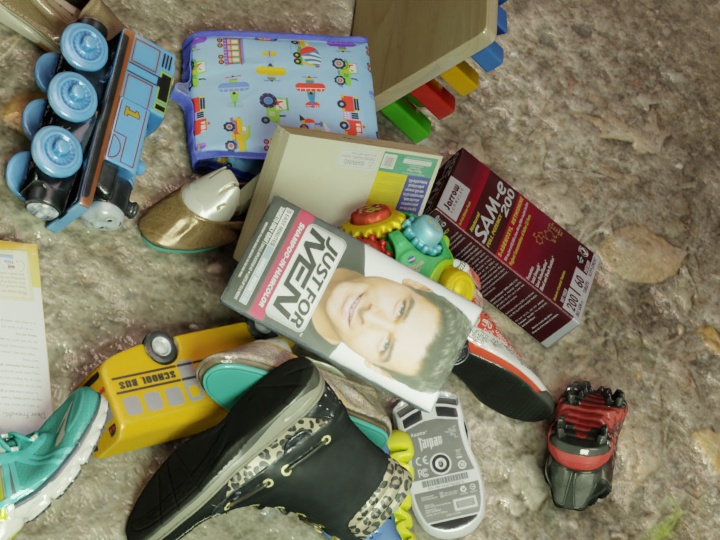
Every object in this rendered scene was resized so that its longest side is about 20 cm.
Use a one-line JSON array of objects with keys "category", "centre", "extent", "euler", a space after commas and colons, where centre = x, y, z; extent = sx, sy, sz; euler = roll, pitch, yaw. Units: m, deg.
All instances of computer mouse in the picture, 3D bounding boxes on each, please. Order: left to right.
[{"category": "computer mouse", "centre": [0.063, 0.151, 1.277], "extent": [0.108, 0.044, 0.203], "euler": [-10, 71, -4]}]

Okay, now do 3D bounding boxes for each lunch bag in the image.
[{"category": "lunch bag", "centre": [-0.090, -0.160, 1.358], "extent": [0.197, 0.094, 0.153], "euler": [7, 60, -23]}]

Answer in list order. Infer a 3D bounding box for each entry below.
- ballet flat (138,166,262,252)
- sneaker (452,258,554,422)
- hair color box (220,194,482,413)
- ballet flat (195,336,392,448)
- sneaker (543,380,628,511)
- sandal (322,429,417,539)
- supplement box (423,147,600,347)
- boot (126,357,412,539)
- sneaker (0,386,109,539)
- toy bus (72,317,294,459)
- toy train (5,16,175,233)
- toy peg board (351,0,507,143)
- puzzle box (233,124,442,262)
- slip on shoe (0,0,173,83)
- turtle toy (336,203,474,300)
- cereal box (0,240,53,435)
[{"category": "ballet flat", "centre": [-0.110, -0.062, 1.274], "extent": [0.198, 0.073, 0.068], "euler": [-4, 51, -38]}, {"category": "sneaker", "centre": [0.120, 0.060, 1.375], "extent": [0.200, 0.067, 0.109], "euler": [32, 49, -13]}, {"category": "hair color box", "centre": [-0.009, 0.029, 1.156], "extent": [0.198, 0.061, 0.100], "euler": [28, 84, -4]}, {"category": "ballet flat", "centre": [-0.057, 0.095, 1.141], "extent": [0.199, 0.068, 0.068], "euler": [31, 35, -36]}, {"category": "sneaker", "centre": [0.223, 0.177, 1.375], "extent": [0.070, 0.099, 0.200], "euler": [10, 17, 14]}, {"category": "sandal", "centre": [0.003, 0.226, 1.175], "extent": [0.086, 0.080, 0.202], "euler": [12, 47, -24]}, {"category": "supplement box", "centre": [0.154, -0.025, 1.464], "extent": [0.199, 0.061, 0.109], "euler": [37, 46, -11]}, {"category": "boot", "centre": [-0.069, 0.182, 1.093], "extent": [0.154, 0.203, 0.074], "euler": [45, 7, -30]}, {"category": "sneaker", "centre": [-0.260, 0.148, 0.976], "extent": [0.200, 0.077, 0.080], "euler": [-43, 102, -26]}, {"category": "toy bus", "centre": [-0.140, 0.092, 1.154], "extent": [0.198, 0.065, 0.079], "euler": [-10, 69, -42]}, {"category": "toy train", "centre": [-0.233, -0.125, 1.203], "extent": [0.113, 0.086, 0.203], "euler": [24, 59, -28]}, {"category": "toy peg board", "centre": [0.091, -0.253, 1.486], "extent": [0.097, 0.198, 0.202], "euler": [36, 44, -34]}, {"category": "puzzle box", "centre": [-0.018, -0.061, 1.301], "extent": [0.198, 0.135, 0.025], "euler": [4, 23, -43]}, {"category": "slip on shoe", "centre": [-0.257, -0.229, 1.283], "extent": [0.199, 0.061, 0.077], "euler": [34, 46, -14]}, {"category": "turtle toy", "centre": [0.000, 0.000, 1.251], "extent": [0.198, 0.145, 0.102], "euler": [-23, 110, -27]}, {"category": "cereal box", "centre": [-0.312, 0.068, 1.056], "extent": [0.142, 0.039, 0.203], "euler": [8, 58, -33]}]
